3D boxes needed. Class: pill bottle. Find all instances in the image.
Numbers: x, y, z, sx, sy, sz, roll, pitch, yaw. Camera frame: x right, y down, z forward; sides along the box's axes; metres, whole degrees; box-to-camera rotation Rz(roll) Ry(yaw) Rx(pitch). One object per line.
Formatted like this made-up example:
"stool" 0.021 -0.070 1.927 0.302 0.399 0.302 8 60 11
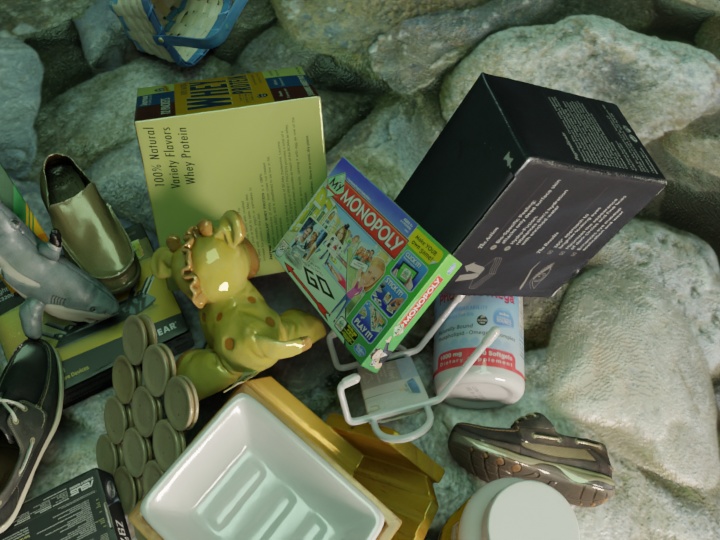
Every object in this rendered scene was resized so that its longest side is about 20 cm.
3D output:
"pill bottle" 0.142 0.270 0.739 0.109 0.201 0.115 2 63 -4
"pill bottle" 0.140 0.051 0.897 0.105 0.109 0.205 5 63 -2

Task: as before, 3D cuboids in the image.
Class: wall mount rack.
"wall mount rack" 0.054 0.090 0.798 0.169 0.076 0.201 -15 22 -3

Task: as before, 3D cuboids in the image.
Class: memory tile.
"memory tile" -0.218 0.162 0.763 0.017 0.204 0.153 -4 33 -43

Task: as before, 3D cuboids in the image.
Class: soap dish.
"soap dish" -0.085 0.228 0.682 0.198 0.082 0.158 36 67 18

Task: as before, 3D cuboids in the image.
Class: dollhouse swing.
"dollhouse swing" -0.056 0.223 0.750 0.177 0.179 0.202 49 61 -29

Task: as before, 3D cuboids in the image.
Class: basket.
"basket" -0.229 -0.376 1.042 0.196 0.140 0.179 9 59 34

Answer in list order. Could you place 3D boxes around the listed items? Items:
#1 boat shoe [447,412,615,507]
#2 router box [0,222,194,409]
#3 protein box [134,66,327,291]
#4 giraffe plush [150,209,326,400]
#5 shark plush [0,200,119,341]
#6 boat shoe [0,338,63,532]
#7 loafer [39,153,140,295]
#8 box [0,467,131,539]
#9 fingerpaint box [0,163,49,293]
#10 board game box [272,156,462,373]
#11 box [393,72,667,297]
"boat shoe" 0.192 0.205 0.855 0.195 0.075 0.075 19 53 -6
"router box" -0.315 0.056 0.883 0.196 0.053 0.159 -26 68 -17
"protein box" -0.144 -0.110 0.879 0.194 0.204 0.136 -10 29 -10
"giraffe plush" -0.142 0.031 0.796 0.169 0.200 0.166 -24 89 -3
"shark plush" -0.336 -0.025 0.793 0.081 0.204 0.091 -13 24 21
"boat shoe" -0.352 0.156 0.763 0.070 0.068 0.204 6 57 -1
"loafer" -0.322 -0.056 0.872 0.075 0.068 0.201 -33 67 -20
"box" -0.320 0.315 0.743 0.196 0.044 0.163 -26 68 -5
"fingerpaint box" -0.446 -0.097 0.855 0.073 0.169 0.198 -39 55 -23
"board game box" -0.002 -0.013 0.776 0.136 0.029 0.200 -52 47 8
"box" 0.166 -0.076 0.782 0.195 0.198 0.120 2 52 -32
